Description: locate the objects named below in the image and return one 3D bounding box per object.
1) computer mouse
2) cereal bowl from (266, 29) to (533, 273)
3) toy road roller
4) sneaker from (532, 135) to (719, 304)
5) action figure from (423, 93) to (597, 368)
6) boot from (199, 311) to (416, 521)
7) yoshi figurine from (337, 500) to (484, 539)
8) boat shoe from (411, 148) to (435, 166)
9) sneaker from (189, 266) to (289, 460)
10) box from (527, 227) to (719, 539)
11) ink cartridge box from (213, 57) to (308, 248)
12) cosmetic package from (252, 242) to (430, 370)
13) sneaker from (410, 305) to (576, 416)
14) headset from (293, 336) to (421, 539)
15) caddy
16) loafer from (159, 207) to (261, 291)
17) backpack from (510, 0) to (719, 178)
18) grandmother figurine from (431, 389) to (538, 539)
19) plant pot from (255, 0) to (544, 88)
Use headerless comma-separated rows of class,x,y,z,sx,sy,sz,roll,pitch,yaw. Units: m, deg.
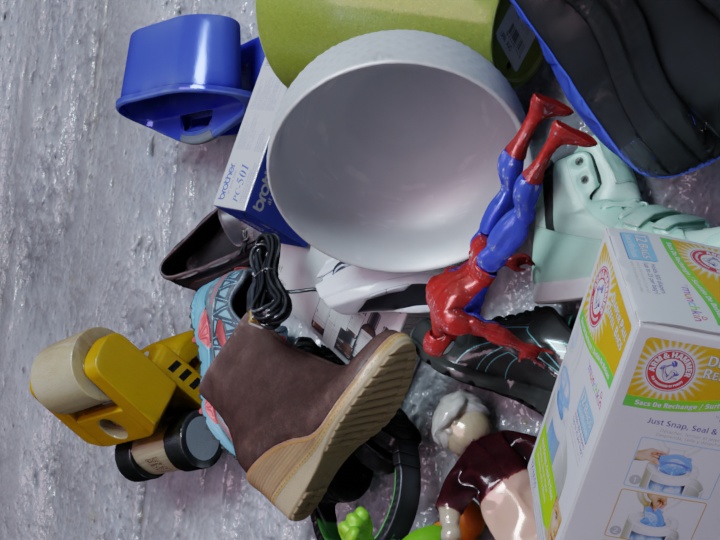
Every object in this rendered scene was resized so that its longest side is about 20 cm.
computer mouse,0.000,0.000,0.866,0.110,0.196,0.045,-88,-8,-55
cereal bowl,0.030,-0.096,0.770,0.199,0.199,0.084,-36,34,36
toy road roller,-0.217,0.110,1.055,0.122,0.200,0.148,-19,37,40
sneaker,0.197,-0.045,0.728,0.198,0.073,0.121,-10,83,45
action figure,0.114,-0.012,0.728,0.202,0.097,0.066,-59,27,26
boot,-0.054,0.087,0.873,0.167,0.072,0.201,49,115,32
yoshi figurine,0.026,0.234,0.777,0.112,0.197,0.114,6,105,57
boat shoe,0.046,-0.097,0.887,0.199,0.075,0.073,-33,55,30
sneaker,-0.110,0.089,1.019,0.095,0.079,0.203,-33,65,35
box,0.181,0.092,0.649,0.113,0.099,0.203,-85,5,-59
ink cartridge box,-0.058,-0.133,0.940,0.044,0.094,0.204,11,78,38
cosmetic package,-0.018,0.019,0.953,0.199,0.050,0.084,39,112,39
sneaker,0.128,0.065,0.802,0.198,0.075,0.081,19,90,35
headset,-0.013,0.152,0.906,0.123,0.093,0.203,-40,44,34
caddy,-0.158,-0.180,1.047,0.198,0.140,0.107,-2,82,45
loafer,-0.131,-0.036,1.060,0.199,0.062,0.073,-37,62,36
backpack,0.196,-0.173,0.678,0.161,0.168,0.202,-35,92,18
grandmother figurine,0.111,0.170,0.797,0.061,0.119,0.201,82,162,-45
plant pot,0.049,-0.210,0.831,0.198,0.186,0.191,22,101,35
